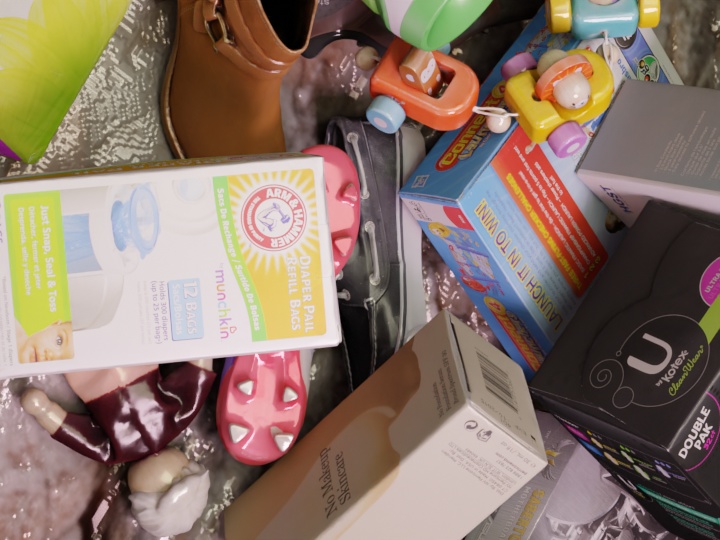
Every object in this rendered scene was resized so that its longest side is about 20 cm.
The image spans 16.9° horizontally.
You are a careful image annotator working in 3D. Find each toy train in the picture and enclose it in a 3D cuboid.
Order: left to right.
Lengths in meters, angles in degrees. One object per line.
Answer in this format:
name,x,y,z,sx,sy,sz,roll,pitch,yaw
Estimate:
toy train,0.096,-0.153,1.481,0.150,0.056,0.200,32,68,14

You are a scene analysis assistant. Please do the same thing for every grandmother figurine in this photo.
grandmother figurine,-0.143,0.067,1.464,0.121,0.061,0.200,-21,99,2

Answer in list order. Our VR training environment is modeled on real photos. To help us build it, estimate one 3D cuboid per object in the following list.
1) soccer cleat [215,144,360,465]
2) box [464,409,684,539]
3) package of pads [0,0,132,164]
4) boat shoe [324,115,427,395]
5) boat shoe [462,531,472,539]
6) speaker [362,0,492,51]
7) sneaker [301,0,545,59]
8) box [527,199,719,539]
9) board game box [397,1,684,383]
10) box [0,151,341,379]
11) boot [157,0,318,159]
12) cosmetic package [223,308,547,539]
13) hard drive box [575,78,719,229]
soccer cleat,-0.048,0.020,1.487,0.067,0.076,0.200,12,88,-11
box,0.120,0.213,1.550,0.158,0.048,0.200,47,65,-43
package of pads,-0.199,-0.180,1.413,0.200,0.068,0.155,-63,143,-16
boat shoe,0.000,0.000,1.527,0.068,0.072,0.200,7,81,-27
boat shoe,0.031,0.182,1.535,0.074,0.067,0.200,15,92,-57
speaker,-0.007,-0.223,1.440,0.088,0.088,0.200,-39,75,-23
sneaker,0.040,-0.167,1.572,0.200,0.077,0.082,-1,112,-24
box,0.227,0.080,1.496,0.149,0.124,0.200,-55,133,-11
board game box,0.142,-0.051,1.568,0.196,0.056,0.200,-52,128,-22
box,-0.118,-0.006,1.384,0.200,0.101,0.113,-5,95,-8
boot,-0.060,-0.126,1.458,0.077,0.155,0.200,-10,94,-27
cosmetic package,0.011,0.130,1.446,0.071,0.105,0.200,37,110,-26
hard drive box,0.261,-0.039,1.504,0.156,0.200,0.077,41,72,-38
